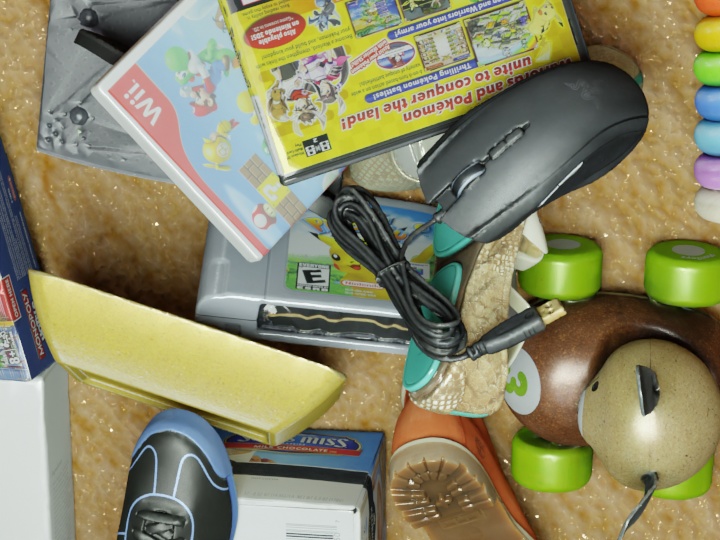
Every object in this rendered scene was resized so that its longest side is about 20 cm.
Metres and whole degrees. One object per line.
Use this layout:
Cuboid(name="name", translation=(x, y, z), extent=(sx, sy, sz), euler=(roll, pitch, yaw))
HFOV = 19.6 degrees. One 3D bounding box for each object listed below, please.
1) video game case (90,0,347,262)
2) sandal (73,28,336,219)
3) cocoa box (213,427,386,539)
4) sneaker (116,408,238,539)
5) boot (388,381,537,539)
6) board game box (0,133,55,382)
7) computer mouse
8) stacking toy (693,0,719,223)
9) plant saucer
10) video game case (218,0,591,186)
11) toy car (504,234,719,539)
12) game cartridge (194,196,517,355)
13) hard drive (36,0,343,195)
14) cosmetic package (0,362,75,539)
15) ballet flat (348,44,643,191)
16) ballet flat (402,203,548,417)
Cuboid(name="video game case", translation=(-0.047, -0.124, 1.266), extent=(0.143, 0.017, 0.200), euler=(47, 69, -14))
Cuboid(name="sandal", translation=(-0.098, -0.080, 1.290), extent=(0.200, 0.075, 0.045), euler=(37, 97, -9))
Cuboid(name="cocoa box", translation=(-0.054, 0.218, 1.395), extent=(0.133, 0.131, 0.200), euler=(2, 108, 9))
Cuboid(name="sneaker", translation=(-0.120, 0.189, 1.286), extent=(0.070, 0.078, 0.200), euler=(6, 109, 12))
Cuboid(name="boot", translation=(0.075, 0.147, 1.391), extent=(0.075, 0.107, 0.200), euler=(-15, 133, 12))
Cuboid(name="board game box", translation=(-0.321, -0.013, 1.380), extent=(0.200, 0.062, 0.200), euler=(-11, 103, 17))
Cuboid(name="computer mouse", translation=(0.090, -0.038, 1.187), extent=(0.200, 0.046, 0.140), euler=(-29, 66, -4))
Cuboid(name="stacking toy", translation=(0.239, -0.133, 1.282), extent=(0.085, 0.085, 0.200), euler=(-6, 102, 8))
Cuboid(name="plant saucer", translation=(-0.112, 0.064, 1.318), extent=(0.200, 0.200, 0.048), euler=(18, 82, 1))
Cuboid(name="video game case", translation=(0.018, -0.166, 1.237), extent=(0.200, 0.026, 0.181), euler=(-19, 96, -5))
Cuboid(name="toy car", translation=(0.160, 0.085, 1.293), extent=(0.158, 0.200, 0.164), euler=(3, 108, 6))
Cuboid(name="game cartridge", translation=(0.000, 0.000, 1.317), extent=(0.200, 0.133, 0.041), euler=(6, 120, -3))
Cuboid(name="hard drive", translation=(-0.102, -0.122, 1.339), extent=(0.200, 0.042, 0.135), euler=(9, 108, 2))
Cuboid(name="cosmetic package", translation=(-0.251, 0.154, 1.431), extent=(0.102, 0.074, 0.200), euler=(3, 106, 5))
Cuboid(name="ballet flat", translation=(0.080, -0.096, 1.317), extent=(0.200, 0.062, 0.068), euler=(-19, 103, 12))
Cuboid(name="ballet flat", translation=(0.075, 0.000, 1.247), extent=(0.065, 0.200, 0.070), euler=(27, 154, -23))
